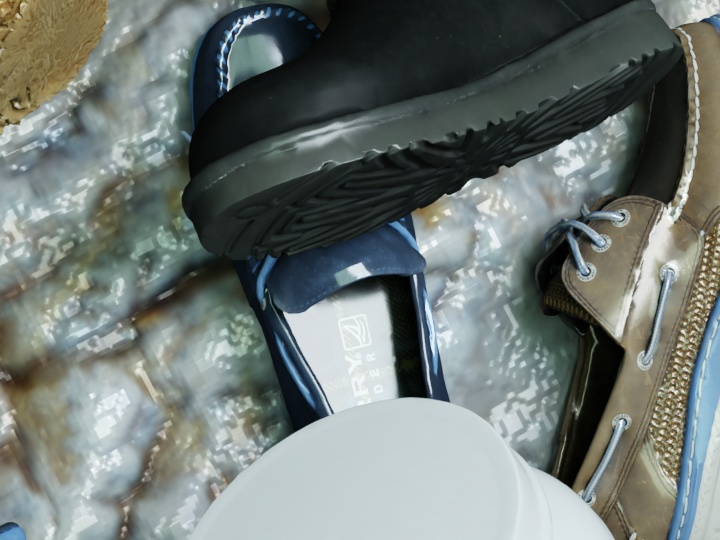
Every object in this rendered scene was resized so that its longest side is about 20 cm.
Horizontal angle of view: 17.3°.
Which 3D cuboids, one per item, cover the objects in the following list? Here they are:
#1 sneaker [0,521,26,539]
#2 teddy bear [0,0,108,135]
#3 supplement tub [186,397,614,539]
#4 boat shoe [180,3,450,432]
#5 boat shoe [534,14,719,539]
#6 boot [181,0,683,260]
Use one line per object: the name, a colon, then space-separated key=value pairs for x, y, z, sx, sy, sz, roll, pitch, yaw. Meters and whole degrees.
sneaker: x=-0.206 y=0.106 z=0.783 sx=0.199 sy=0.066 sz=0.079 roll=6 pitch=73 yaw=-12
teddy bear: x=-0.166 y=-0.044 z=0.756 sx=0.067 sy=0.145 sz=0.200 roll=30 pitch=78 yaw=19
supplement tub: x=0.038 y=0.150 z=0.756 sx=0.144 sy=0.144 sz=0.200 roll=-42 pitch=126 yaw=-11
boat shoe: x=0.000 y=0.000 z=0.826 sx=0.084 sy=0.069 sz=0.201 roll=-24 pitch=93 yaw=-13
boat shoe: x=0.103 y=0.006 z=0.848 sx=0.072 sy=0.072 sz=0.201 roll=5 pitch=87 yaw=-11
boot: x=-0.005 y=-0.100 z=0.786 sx=0.211 sy=0.079 sz=0.158 roll=-23 pitch=77 yaw=-41
